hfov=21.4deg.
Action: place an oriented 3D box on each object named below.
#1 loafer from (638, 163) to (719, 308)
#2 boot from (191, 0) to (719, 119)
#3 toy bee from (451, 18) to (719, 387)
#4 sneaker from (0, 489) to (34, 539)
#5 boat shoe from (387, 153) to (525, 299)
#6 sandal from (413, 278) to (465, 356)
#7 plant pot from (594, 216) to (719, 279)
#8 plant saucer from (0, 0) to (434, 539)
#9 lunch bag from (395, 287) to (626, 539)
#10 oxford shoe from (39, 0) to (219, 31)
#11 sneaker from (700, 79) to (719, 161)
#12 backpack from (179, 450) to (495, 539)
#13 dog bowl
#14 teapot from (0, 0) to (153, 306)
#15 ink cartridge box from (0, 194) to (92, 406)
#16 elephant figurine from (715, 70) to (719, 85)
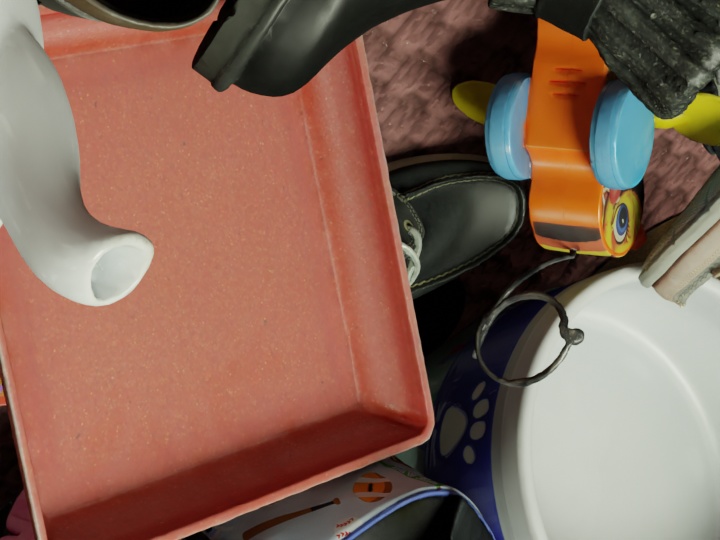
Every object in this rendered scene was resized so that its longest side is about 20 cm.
[{"bbox_3d":[0.196,-0.045,0.820,0.200,0.063,0.072,-53,177,37],"label":"loafer"},{"bbox_3d":[0.057,-0.104,0.709,0.211,0.158,0.079,-45,-172,-3],"label":"boot"},{"bbox_3d":[0.096,-0.051,0.857,0.201,0.131,0.109,-61,152,4],"label":"toy bee"},{"bbox_3d":[-0.172,0.157,0.844,0.095,0.079,0.200,-23,-164,50],"label":"sneaker"},{"bbox_3d":[0.000,0.000,0.866,0.199,0.068,0.072,-19,118,-29],"label":"boat shoe"},{"bbox_3d":[-0.030,0.045,0.918,0.200,0.043,0.076,-21,142,-24],"label":"sandal"},{"bbox_3d":[0.225,0.097,1.076,0.186,0.200,0.187,-25,144,-20],"label":"plant pot"},{"bbox_3d":[-0.068,-0.007,0.732,0.199,0.037,0.201,-16,98,-42],"label":"plant saucer"},{"bbox_3d":[0.079,0.113,0.966,0.200,0.161,0.077,-37,-172,-36],"label":"lunch bag"},{"bbox_3d":[-0.111,-0.135,0.593,0.200,0.084,0.073,27,89,-48],"label":"oxford shoe"},{"bbox_3d":[0.222,-0.102,0.898,0.080,0.200,0.078,-39,105,-17],"label":"sneaker"},{"bbox_3d":[-0.028,0.162,0.807,0.190,0.154,0.200,-37,138,-15],"label":"backpack"},{"bbox_3d":[0.130,0.101,0.908,0.200,0.201,0.079,-9,172,-37],"label":"dog bowl"},{"bbox_3d":[-0.190,-0.035,0.541,0.197,0.146,0.200,32,131,-31],"label":"teapot"},{"bbox_3d":[-0.158,0.002,0.746,0.199,0.050,0.109,-5,132,-39],"label":"ink cartridge box"},{"bbox_3d":[0.217,-0.198,0.810,0.200,0.142,0.155,-32,-179,-44],"label":"elephant figurine"}]
